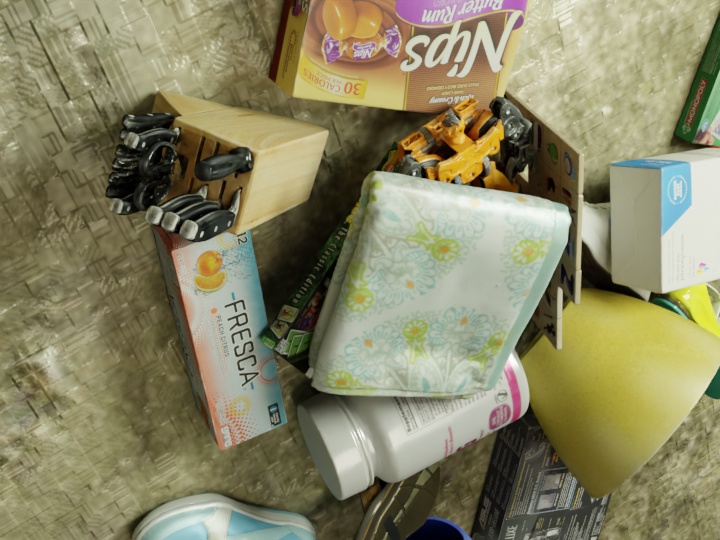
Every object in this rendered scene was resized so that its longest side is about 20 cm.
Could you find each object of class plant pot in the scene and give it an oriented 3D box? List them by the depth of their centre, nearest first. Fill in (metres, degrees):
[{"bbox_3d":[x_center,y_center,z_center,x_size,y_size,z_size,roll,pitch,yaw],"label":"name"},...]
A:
[{"bbox_3d":[0.240,0.100,0.984,0.142,0.200,0.201,41,93,7],"label":"plant pot"}]

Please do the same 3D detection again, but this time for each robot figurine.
[{"bbox_3d":[0.083,-0.057,0.835,0.144,0.058,0.201,-33,140,-15],"label":"robot figurine"}]

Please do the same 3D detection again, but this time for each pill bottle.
[{"bbox_3d":[0.048,0.126,0.926,0.198,0.113,0.115,-24,124,-16],"label":"pill bottle"}]

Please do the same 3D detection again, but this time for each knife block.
[{"bbox_3d":[-0.088,-0.066,0.711,0.197,0.176,0.065,8,112,-32],"label":"knife block"}]

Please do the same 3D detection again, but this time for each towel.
[{"bbox_3d":[0.059,0.021,0.794,0.168,0.048,0.202,5,124,-22],"label":"towel"}]

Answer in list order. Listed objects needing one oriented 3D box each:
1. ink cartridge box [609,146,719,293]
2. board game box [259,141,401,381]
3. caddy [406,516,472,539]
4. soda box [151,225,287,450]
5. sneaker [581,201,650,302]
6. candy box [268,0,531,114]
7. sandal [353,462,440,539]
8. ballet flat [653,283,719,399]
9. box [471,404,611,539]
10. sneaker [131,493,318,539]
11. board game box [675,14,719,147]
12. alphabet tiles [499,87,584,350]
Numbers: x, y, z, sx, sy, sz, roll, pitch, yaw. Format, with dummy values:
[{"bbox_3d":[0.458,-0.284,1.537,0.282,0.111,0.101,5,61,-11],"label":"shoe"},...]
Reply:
[{"bbox_3d":[0.335,-0.055,0.960,0.197,0.067,0.118,-12,103,-30],"label":"ink cartridge box"},{"bbox_3d":[0.000,0.000,0.851,0.201,0.023,0.105,-56,147,-7],"label":"board game box"},{"bbox_3d":[0.043,0.335,0.999,0.198,0.143,0.105,-27,134,19],"label":"caddy"},{"bbox_3d":[-0.116,0.046,0.824,0.068,0.064,0.203,-19,123,-19],"label":"soda box"},{"bbox_3d":[0.226,-0.046,0.977,0.199,0.072,0.086,34,73,-36],"label":"sneaker"},{"bbox_3d":[0.034,-0.190,0.790,0.197,0.056,0.118,2,114,-29],"label":"candy box"},{"bbox_3d":[0.020,0.243,0.977,0.201,0.054,0.082,-54,138,-36],"label":"sandal"},{"bbox_3d":[0.392,0.068,1.123,0.067,0.066,0.201,-49,127,-14],"label":"ballet flat"},{"bbox_3d":[0.216,0.242,1.120,0.155,0.050,0.203,-2,115,-28],"label":"box"},{"bbox_3d":[-0.105,0.277,0.908,0.198,0.131,0.080,13,110,-33],"label":"sneaker"},{"bbox_3d":[0.408,-0.220,1.001,0.133,0.029,0.203,4,112,-31],"label":"board game box"},{"bbox_3d":[0.155,-0.040,0.867,0.007,0.168,0.203,-12,121,-10],"label":"alphabet tiles"}]
